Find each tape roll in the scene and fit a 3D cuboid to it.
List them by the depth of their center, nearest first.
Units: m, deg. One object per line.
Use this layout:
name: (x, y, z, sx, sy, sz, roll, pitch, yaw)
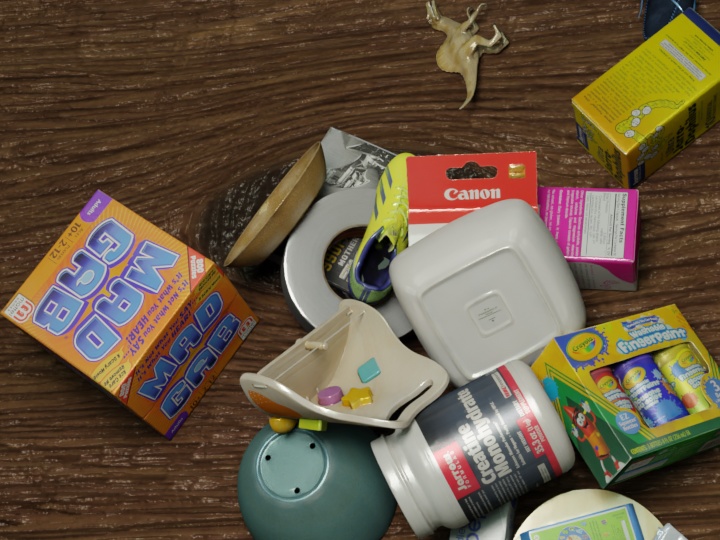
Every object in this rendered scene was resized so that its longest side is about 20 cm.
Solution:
tape roll: (0.000, 0.000, 1.684, 0.200, 0.066, 0.201, 2, 78, -8)

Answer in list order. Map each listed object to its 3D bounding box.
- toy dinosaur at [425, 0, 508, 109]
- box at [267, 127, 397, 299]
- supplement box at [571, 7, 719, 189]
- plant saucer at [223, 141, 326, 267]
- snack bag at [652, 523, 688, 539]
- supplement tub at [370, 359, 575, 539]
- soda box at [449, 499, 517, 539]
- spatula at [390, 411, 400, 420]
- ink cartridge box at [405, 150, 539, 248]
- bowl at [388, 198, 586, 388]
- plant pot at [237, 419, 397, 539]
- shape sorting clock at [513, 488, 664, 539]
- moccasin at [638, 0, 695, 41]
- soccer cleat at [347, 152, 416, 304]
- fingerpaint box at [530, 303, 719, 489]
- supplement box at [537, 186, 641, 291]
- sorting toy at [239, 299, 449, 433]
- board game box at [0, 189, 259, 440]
toy dinosaur: (0.153, -0.303, 1.846, 0.101, 0.058, 0.200, -30, 55, 16)
box: (-0.020, -0.075, 1.783, 0.158, 0.048, 0.200, 27, 76, 22)
supplement box: (0.384, -0.218, 1.713, 0.200, 0.109, 0.110, -38, 64, -4)
plant saucer: (-0.100, -0.075, 1.693, 0.035, 0.200, 0.200, 37, 78, -9)
snack bag: (0.360, 0.414, 1.481, 0.200, 0.021, 0.189, 39, 82, 13)
supplement tub: (0.127, 0.203, 1.506, 0.200, 0.140, 0.140, -28, 64, 0)
soda box: (0.154, 0.252, 1.593, 0.068, 0.063, 0.200, 6, 69, 15)
spatula: (0.048, 0.190, 1.667, 0.200, 0.021, 0.057, 44, 108, 29)
ink cartridge box: (0.136, -0.037, 1.594, 0.161, 0.050, 0.200, -2, 110, 6)
bowl: (0.151, 0.038, 1.557, 0.200, 0.075, 0.200, -27, 105, 11)
plant pot: (-0.065, 0.250, 1.608, 0.200, 0.135, 0.200, -5, 66, 12)
shape sorting clock: (0.267, 0.353, 1.535, 0.200, 0.039, 0.200, -1, 74, 4)
moccasin: (0.408, -0.388, 1.794, 0.080, 0.068, 0.200, -11, 53, 43)
soccer cleat: (0.038, -0.053, 1.623, 0.065, 0.084, 0.200, 20, 77, -3)
fingerpaint box: (0.323, 0.140, 1.539, 0.200, 0.073, 0.167, -11, 58, -32)
supplement box: (0.248, -0.040, 1.674, 0.200, 0.101, 0.103, 4, 69, 14)
sorting toy: (-0.001, 0.132, 1.520, 0.180, 0.107, 0.200, 10, 31, 35)
board game box: (-0.289, 0.059, 1.707, 0.200, 0.200, 0.200, 31, 77, 23)
